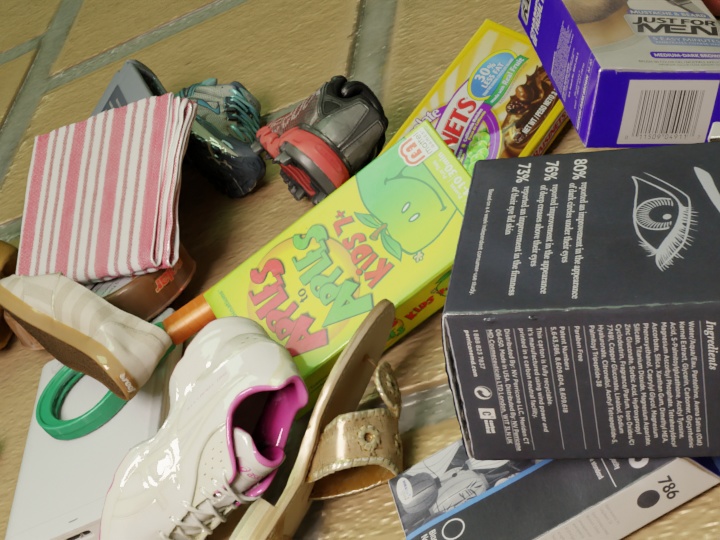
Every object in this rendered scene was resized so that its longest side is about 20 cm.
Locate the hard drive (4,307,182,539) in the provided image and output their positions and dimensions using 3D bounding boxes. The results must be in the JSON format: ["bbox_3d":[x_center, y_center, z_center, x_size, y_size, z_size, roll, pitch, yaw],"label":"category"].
[{"bbox_3d":[-0.199,0.125,1.002,0.131,0.026,0.201,-24,37,17],"label":"hard drive"}]

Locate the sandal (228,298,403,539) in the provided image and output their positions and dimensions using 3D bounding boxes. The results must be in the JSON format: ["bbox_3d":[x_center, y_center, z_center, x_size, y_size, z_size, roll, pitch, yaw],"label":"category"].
[{"bbox_3d":[-0.007,0.124,0.823,0.069,0.078,0.212,27,72,18],"label":"sandal"}]

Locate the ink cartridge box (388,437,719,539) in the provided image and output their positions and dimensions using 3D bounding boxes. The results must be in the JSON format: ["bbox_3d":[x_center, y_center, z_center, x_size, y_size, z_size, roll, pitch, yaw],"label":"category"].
[{"bbox_3d":[0.116,0.111,0.738,0.199,0.039,0.100,-31,34,6],"label":"ink cartridge box"}]

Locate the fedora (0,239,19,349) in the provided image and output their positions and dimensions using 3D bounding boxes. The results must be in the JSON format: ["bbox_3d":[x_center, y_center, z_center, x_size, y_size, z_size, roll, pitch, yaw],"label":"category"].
[{"bbox_3d":[-0.349,0.020,1.173,0.081,0.202,0.201,10,42,-4],"label":"fedora"}]

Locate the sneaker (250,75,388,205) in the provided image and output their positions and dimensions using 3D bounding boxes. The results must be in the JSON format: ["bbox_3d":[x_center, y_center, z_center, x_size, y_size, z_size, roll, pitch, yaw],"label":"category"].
[{"bbox_3d":[-0.029,-0.106,1.057,0.098,0.071,0.200,-45,14,-6],"label":"sneaker"}]

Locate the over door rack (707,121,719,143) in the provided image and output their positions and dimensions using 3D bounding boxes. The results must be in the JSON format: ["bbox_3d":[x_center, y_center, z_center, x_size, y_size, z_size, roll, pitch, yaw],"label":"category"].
[{"bbox_3d":[0.317,-0.092,0.763,0.199,0.067,0.148,13,54,22],"label":"over door rack"}]

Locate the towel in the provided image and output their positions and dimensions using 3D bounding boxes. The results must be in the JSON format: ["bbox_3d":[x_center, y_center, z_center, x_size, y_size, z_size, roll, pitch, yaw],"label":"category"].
[{"bbox_3d":[-0.214,-0.058,1.090,0.199,0.030,0.148,-9,68,40],"label":"towel"}]

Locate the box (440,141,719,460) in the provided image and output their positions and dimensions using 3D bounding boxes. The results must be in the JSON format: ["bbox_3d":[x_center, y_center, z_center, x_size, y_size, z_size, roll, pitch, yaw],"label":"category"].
[{"bbox_3d":[0.154,0.014,0.705,0.198,0.105,0.148,-2,37,16],"label":"box"}]

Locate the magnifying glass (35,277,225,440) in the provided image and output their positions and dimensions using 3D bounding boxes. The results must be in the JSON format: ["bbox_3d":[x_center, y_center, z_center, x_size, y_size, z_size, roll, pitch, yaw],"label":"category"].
[{"bbox_3d":[-0.163,0.061,1.008,0.199,0.022,0.080,-36,34,3],"label":"magnifying glass"}]

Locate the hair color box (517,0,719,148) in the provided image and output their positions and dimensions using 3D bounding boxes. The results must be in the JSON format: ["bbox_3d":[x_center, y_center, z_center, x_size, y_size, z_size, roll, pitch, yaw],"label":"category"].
[{"bbox_3d":[0.188,-0.163,0.935,0.108,0.065,0.201,-1,35,-9],"label":"hair color box"}]

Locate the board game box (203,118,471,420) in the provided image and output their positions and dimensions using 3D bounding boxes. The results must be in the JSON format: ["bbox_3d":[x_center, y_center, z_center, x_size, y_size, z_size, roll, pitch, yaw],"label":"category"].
[{"bbox_3d":[0.000,0.000,0.911,0.200,0.048,0.102,-38,63,5],"label":"board game box"}]

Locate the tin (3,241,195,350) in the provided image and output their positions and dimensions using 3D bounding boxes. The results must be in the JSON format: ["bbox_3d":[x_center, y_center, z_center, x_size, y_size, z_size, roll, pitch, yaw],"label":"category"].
[{"bbox_3d":[-0.225,0.016,1.117,0.199,0.042,0.112,-9,36,40],"label":"tin"}]

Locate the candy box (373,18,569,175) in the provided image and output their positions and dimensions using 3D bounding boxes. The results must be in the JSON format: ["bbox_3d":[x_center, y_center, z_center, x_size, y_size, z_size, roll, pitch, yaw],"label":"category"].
[{"bbox_3d":[0.079,-0.093,0.977,0.102,0.026,0.200,28,72,29],"label":"candy box"}]

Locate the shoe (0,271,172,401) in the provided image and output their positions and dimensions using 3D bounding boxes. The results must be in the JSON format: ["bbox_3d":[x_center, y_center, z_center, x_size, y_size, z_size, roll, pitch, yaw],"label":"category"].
[{"bbox_3d":[-0.213,0.041,1.000,0.199,0.070,0.053,24,65,43],"label":"shoe"}]

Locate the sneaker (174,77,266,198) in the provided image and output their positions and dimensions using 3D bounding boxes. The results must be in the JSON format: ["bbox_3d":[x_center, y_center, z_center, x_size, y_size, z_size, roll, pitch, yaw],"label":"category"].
[{"bbox_3d":[-0.127,-0.135,1.202,0.086,0.078,0.200,-38,35,-10],"label":"sneaker"}]

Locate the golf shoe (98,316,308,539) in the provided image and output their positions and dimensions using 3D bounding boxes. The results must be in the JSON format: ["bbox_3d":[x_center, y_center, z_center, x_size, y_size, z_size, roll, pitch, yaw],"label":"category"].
[{"bbox_3d":[-0.100,0.130,0.836,0.091,0.075,0.201,27,92,47],"label":"golf shoe"}]

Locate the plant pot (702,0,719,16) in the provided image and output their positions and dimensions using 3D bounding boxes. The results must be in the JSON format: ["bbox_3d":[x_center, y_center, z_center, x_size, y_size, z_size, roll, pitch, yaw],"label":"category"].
[{"bbox_3d":[0.288,-0.319,0.972,0.199,0.178,0.201,-23,36,18],"label":"plant pot"}]

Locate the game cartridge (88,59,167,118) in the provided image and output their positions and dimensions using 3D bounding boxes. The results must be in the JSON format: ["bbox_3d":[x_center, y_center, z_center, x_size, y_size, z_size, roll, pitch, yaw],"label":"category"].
[{"bbox_3d":[-0.219,-0.110,1.198,0.134,0.041,0.200,-61,26,12],"label":"game cartridge"}]
